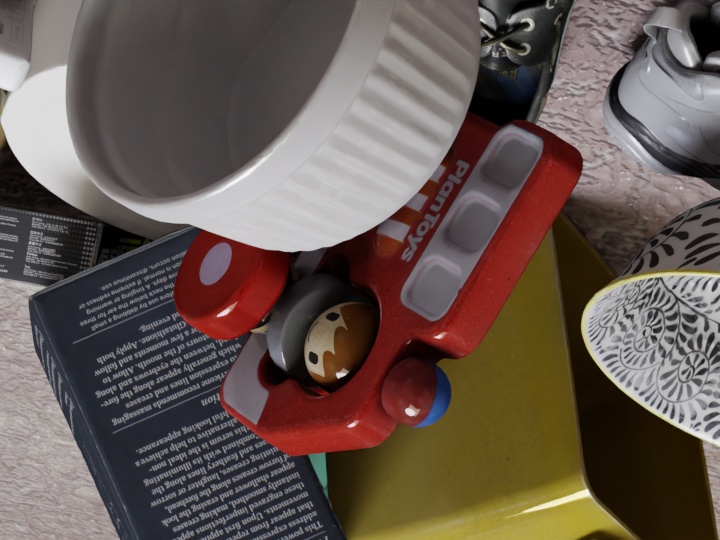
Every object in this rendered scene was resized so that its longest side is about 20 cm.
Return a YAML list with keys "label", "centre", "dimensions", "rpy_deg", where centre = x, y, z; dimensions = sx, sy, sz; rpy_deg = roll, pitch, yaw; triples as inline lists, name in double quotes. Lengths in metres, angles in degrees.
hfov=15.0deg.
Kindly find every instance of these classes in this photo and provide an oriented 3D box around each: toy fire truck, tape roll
- label: "toy fire truck"
  centre: [0.011, 0.003, 1.353]
  dimensions: [0.112, 0.200, 0.168]
  rpy_deg: [33, 178, -34]
- label: "tape roll"
  centre: [-0.090, -0.086, 1.489]
  dimensions: [0.202, 0.071, 0.203]
  rpy_deg: [10, 153, 5]

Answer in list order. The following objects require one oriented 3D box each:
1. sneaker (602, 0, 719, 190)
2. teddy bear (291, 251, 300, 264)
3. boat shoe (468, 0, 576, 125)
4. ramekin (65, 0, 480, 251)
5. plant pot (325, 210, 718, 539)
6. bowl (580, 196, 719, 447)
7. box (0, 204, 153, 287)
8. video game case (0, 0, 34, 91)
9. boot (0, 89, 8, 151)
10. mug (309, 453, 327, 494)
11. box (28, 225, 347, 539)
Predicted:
- label: "sneaker"
  centre: [0.223, -0.080, 1.350]
  dimensions: [0.199, 0.075, 0.115]
  rpy_deg: [15, 156, 4]
- label: "teddy bear"
  centre: [0.000, 0.000, 1.549]
  dimensions: [0.200, 0.145, 0.067]
  rpy_deg: [-22, 115, 41]
- label: "boat shoe"
  centre: [0.074, -0.123, 1.356]
  dimensions: [0.068, 0.057, 0.200]
  rpy_deg: [10, 153, 7]
- label: "ramekin"
  centre: [-0.036, -0.104, 1.298]
  dimensions: [0.200, 0.201, 0.105]
  rpy_deg: [-12, 152, 40]
- label: "plant pot"
  centre: [0.087, 0.114, 1.600]
  dimensions: [0.176, 0.201, 0.200]
  rpy_deg: [-22, 140, 22]
- label: "bowl"
  centre: [0.218, 0.016, 1.352]
  dimensions: [0.200, 0.094, 0.201]
  rpy_deg: [19, 155, 9]
- label: "box"
  centre: [-0.236, -0.022, 1.636]
  dimensions: [0.199, 0.044, 0.160]
  rpy_deg: [10, 180, 7]
- label: "video game case"
  centre: [-0.252, -0.164, 1.307]
  dimensions: [0.199, 0.182, 0.023]
  rpy_deg: [18, 117, -15]
- label: "boot"
  centre: [-0.239, -0.068, 1.495]
  dimensions: [0.073, 0.156, 0.200]
  rpy_deg: [13, 153, 1]
- label: "mug"
  centre: [-0.057, 0.083, 1.713]
  dimensions: [0.185, 0.115, 0.152]
  rpy_deg: [45, 164, -25]
- label: "box"
  centre: [-0.098, 0.096, 1.526]
  dimensions: [0.107, 0.201, 0.148]
  rpy_deg: [-23, 172, -10]
